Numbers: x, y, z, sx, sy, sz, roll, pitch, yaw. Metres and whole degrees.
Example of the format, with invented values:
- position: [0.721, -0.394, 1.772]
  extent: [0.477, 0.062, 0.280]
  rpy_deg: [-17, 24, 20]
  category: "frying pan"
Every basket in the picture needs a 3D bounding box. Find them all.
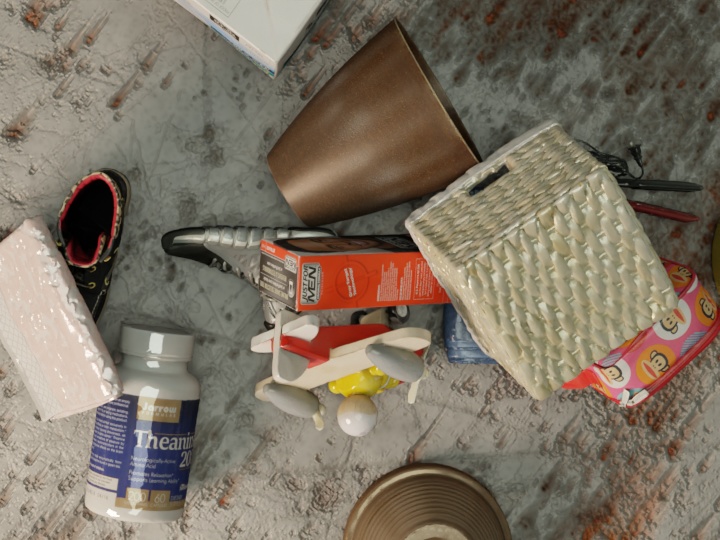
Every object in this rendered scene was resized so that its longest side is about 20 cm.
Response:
- position: [0.187, -0.008, 1.411]
  extent: [0.197, 0.161, 0.201]
  rpy_deg: [-34, 117, 0]
  category: "basket"

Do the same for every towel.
- position: [-0.336, 0.059, 1.458]
  extent: [0.032, 0.190, 0.202]
  rpy_deg: [-28, 93, -37]
  category: "towel"
- position: [0.149, 0.005, 1.560]
  extent: [0.110, 0.049, 0.203]
  rpy_deg: [1, 92, -5]
  category: "towel"

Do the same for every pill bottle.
- position: [-0.233, 0.164, 1.498]
  extent: [0.109, 0.111, 0.203]
  rpy_deg: [8, 91, -5]
  category: "pill bottle"

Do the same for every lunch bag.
- position: [0.282, 0.065, 1.494]
  extent: [0.176, 0.200, 0.082]
  rpy_deg: [-43, 109, -2]
  category: "lunch bag"

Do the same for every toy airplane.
- position: [-0.020, 0.108, 1.472]
  extent: [0.196, 0.200, 0.143]
  rpy_deg: [-12, 80, -4]
  category: "toy airplane"

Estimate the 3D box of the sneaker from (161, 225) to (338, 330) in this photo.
- position: [-0.122, 0.009, 1.525]
  extent: [0.197, 0.075, 0.117]
  rpy_deg: [0, 94, -6]
  category: "sneaker"

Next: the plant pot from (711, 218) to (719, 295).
- position: [0.513, -0.015, 1.521]
  extent: [0.198, 0.189, 0.204]
  rpy_deg: [0, 91, -6]
  category: "plant pot"

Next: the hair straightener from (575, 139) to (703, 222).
- position: [0.298, -0.110, 1.580]
  extent: [0.197, 0.041, 0.078]
  rpy_deg: [11, 90, -1]
  category: "hair straightener"

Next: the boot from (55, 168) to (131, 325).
- position: [-0.295, -0.015, 1.468]
  extent: [0.072, 0.151, 0.203]
  rpy_deg: [19, 88, -7]
  category: "boot"

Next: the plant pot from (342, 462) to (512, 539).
- position: [0.079, 0.324, 1.539]
  extent: [0.198, 0.093, 0.204]
  rpy_deg: [0, 92, -6]
  category: "plant pot"

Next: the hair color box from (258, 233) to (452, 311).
- position: [0.000, 0.000, 1.483]
  extent: [0.197, 0.101, 0.062]
  rpy_deg: [-3, 103, -29]
  category: "hair color box"

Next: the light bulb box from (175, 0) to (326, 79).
- position: [-0.130, -0.316, 1.452]
  extent: [0.197, 0.200, 0.125]
  rpy_deg: [37, 90, -5]
  category: "light bulb box"

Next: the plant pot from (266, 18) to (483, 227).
- position: [0.005, -0.137, 1.492]
  extent: [0.199, 0.187, 0.188]
  rpy_deg: [-32, 94, 9]
  category: "plant pot"
